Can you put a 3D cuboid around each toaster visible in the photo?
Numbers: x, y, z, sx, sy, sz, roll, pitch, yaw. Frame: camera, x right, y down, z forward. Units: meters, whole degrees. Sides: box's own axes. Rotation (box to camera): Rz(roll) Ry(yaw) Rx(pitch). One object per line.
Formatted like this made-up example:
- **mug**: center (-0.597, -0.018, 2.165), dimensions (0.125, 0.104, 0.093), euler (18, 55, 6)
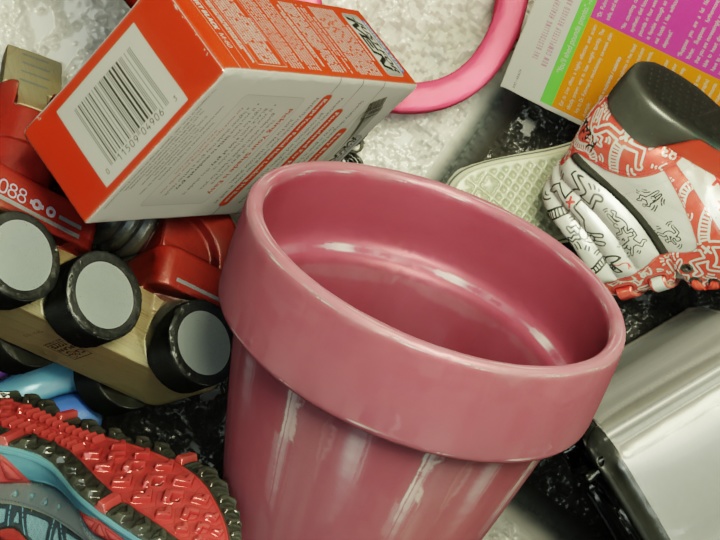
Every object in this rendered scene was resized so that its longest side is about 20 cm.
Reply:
- **toaster**: center (0.188, 0.120, 0.857), dimensions (0.118, 0.181, 0.201), euler (-32, 94, -2)

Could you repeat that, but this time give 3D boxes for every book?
- **book**: center (0.186, -0.109, 0.826), dimensions (0.199, 0.134, 0.048), euler (29, 57, 7)

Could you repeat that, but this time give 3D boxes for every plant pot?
- **plant pot**: center (0.012, 0.069, 0.787), dimensions (0.198, 0.200, 0.180), euler (18, 114, -2)

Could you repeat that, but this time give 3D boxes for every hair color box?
- **hair color box**: center (-0.066, -0.085, 0.807), dimensions (0.111, 0.199, 0.064), euler (-43, 73, 23)

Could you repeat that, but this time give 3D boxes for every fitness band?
- **fitness band**: center (0.031, -0.192, 0.908), dimensions (0.142, 0.037, 0.202), euler (7, 92, 2)

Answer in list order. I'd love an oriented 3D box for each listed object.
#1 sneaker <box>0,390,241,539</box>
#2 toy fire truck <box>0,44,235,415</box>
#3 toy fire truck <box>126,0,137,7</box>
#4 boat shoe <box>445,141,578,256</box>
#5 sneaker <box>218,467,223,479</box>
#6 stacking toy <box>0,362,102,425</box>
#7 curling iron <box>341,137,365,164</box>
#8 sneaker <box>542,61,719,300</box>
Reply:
- **sneaker**: center (-0.139, 0.131, 0.787), dimensions (0.199, 0.079, 0.097), euler (20, 111, 34)
- **toy fire truck**: center (-0.152, -0.039, 0.852), dimensions (0.175, 0.128, 0.202), euler (28, 59, -34)
- **toy fire truck**: center (-0.116, -0.210, 0.798), dimensions (0.128, 0.200, 0.176), euler (-41, 83, 8)
- **boat shoe**: center (0.134, -0.043, 0.905), dimensions (0.198, 0.062, 0.075), euler (-8, 89, -16)
- **sneaker**: center (-0.065, 0.140, 0.912), dimensions (0.199, 0.076, 0.088), euler (-33, 86, -8)
- **stacking toy**: center (-0.167, 0.117, 0.872), dimensions (0.085, 0.085, 0.201), euler (-30, 76, 1)
- **curling iron**: center (0.000, 0.000, 0.919), dimensions (0.049, 0.026, 0.202), euler (-15, 93, 13)
- **sneaker**: center (0.193, -0.013, 0.830), dimensions (0.201, 0.067, 0.108), euler (37, 128, -2)
